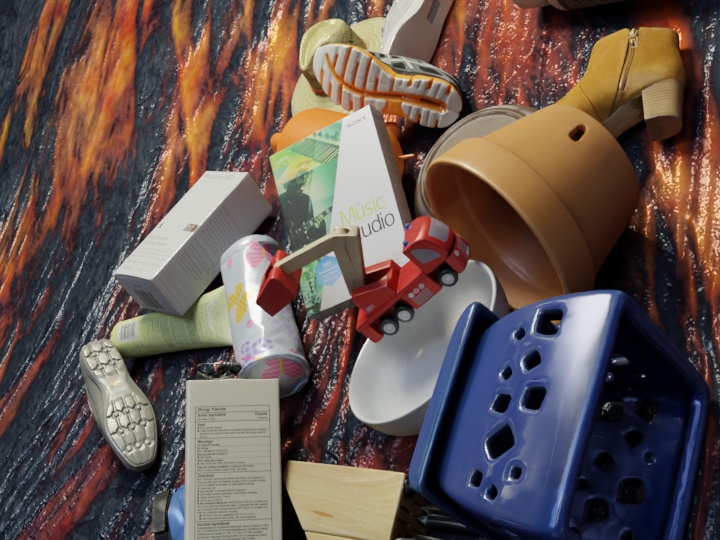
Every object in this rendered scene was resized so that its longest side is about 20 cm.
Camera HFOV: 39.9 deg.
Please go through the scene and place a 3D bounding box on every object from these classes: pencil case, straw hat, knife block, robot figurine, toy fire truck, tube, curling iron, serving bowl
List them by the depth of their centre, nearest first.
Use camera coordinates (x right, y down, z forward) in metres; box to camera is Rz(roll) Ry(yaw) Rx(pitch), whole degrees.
[{"bbox_3d":[0.029,0.227,0.970,0.175,0.064,0.201,-40,44,8],"label":"knife block"},{"bbox_3d":[0.079,0.088,1.004,0.199,0.066,0.201,-40,23,20],"label":"serving bowl"},{"bbox_3d":[0.000,0.000,1.017,0.200,0.140,0.049,-41,21,31],"label":"toy fire truck"},{"bbox_3d":[-0.167,0.117,1.146,0.200,0.048,0.026,153,115,-78],"label":"curling iron"},{"bbox_3d":[-0.115,0.054,1.183,0.083,0.090,0.202,-37,44,24],"label":"pencil case"},{"bbox_3d":[-0.025,-0.137,1.223,0.198,0.142,0.119,21,102,44],"label":"robot figurine"},{"bbox_3d":[-0.239,0.077,1.294,0.197,0.058,0.053,-14,42,31],"label":"tube"},{"bbox_3d":[-0.040,-0.294,1.363,0.198,0.085,0.205,-20,51,26],"label":"straw hat"}]

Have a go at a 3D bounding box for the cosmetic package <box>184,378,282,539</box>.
[{"bbox_3d":[-0.132,0.220,1.032,0.103,0.071,0.204,1,69,-6],"label":"cosmetic package"}]

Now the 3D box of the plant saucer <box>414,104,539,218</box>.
[{"bbox_3d":[0.141,-0.113,1.138,0.197,0.032,0.204,-21,51,27],"label":"plant saucer"}]

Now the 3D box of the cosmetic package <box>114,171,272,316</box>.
[{"bbox_3d":[-0.217,-0.039,1.300,0.100,0.074,0.201,6,51,45],"label":"cosmetic package"}]

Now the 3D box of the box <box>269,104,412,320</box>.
[{"bbox_3d":[-0.017,-0.064,1.110,0.142,0.036,0.204,-23,70,23],"label":"box"}]

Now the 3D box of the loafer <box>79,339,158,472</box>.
[{"bbox_3d":[-0.309,0.179,1.274,0.069,0.071,0.202,-14,51,-24],"label":"loafer"}]

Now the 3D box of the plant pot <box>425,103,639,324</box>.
[{"bbox_3d":[0.179,-0.066,0.975,0.139,0.202,0.199,-38,42,-14],"label":"plant pot"}]

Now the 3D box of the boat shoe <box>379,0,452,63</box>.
[{"bbox_3d":[0.062,-0.329,1.319,0.068,0.072,0.203,0,63,45],"label":"boat shoe"}]

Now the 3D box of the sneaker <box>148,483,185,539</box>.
[{"bbox_3d":[-0.184,0.241,1.117,0.109,0.077,0.204,-8,63,22],"label":"sneaker"}]

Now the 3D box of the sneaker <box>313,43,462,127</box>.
[{"bbox_3d":[0.035,-0.233,1.229,0.196,0.079,0.078,21,34,6],"label":"sneaker"}]

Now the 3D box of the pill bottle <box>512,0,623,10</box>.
[{"bbox_3d":[0.271,-0.365,1.147,0.197,0.113,0.115,1,61,38],"label":"pill bottle"}]

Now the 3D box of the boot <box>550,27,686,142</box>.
[{"bbox_3d":[0.251,-0.192,1.076,0.197,0.071,0.146,-8,49,19],"label":"boot"}]

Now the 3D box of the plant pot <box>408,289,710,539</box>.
[{"bbox_3d":[0.161,0.143,0.833,0.178,0.199,0.203,1,62,44],"label":"plant pot"}]
